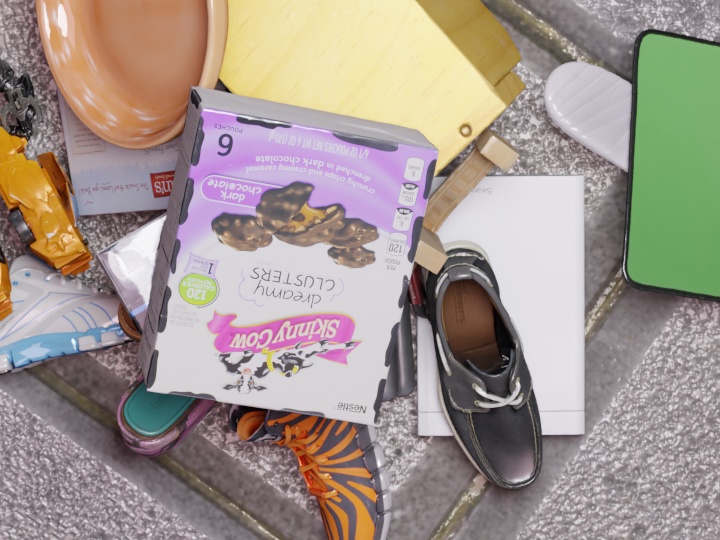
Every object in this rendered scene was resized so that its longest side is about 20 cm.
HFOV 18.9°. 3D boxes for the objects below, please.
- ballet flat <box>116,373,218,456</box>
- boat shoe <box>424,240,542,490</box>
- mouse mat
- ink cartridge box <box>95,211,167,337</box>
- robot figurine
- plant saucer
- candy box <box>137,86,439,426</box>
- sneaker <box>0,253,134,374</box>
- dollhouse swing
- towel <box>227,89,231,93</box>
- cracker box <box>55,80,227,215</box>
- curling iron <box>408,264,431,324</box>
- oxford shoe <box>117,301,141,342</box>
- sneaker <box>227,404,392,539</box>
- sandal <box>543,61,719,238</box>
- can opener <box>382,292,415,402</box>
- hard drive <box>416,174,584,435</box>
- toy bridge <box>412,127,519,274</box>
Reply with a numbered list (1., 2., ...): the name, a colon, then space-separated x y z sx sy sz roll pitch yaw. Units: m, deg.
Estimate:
1. ballet flat: -0.110 0.064 1.654 0.069 0.071 0.200 40 74 11
2. boat shoe: 0.093 0.080 1.628 0.071 0.068 0.202 -17 109 -4
3. mouse mat: 0.273 -0.075 1.641 0.159 0.008 0.202 9 78 -21
4. ink cartridge box: -0.081 -0.019 1.550 0.199 0.039 0.100 -31 90 -9
5. robot figurine: -0.290 -0.069 1.639 0.144 0.058 0.201 -29 72 -2
6. plant saucer: -0.157 -0.188 1.528 0.199 0.037 0.202 13 109 43
7. candy box: -0.052 -0.008 1.478 0.166 0.072 0.202 9 104 -14
8. sneaker: -0.230 0.026 1.661 0.198 0.075 0.088 -13 87 0
9. dollhouse swing: 0.005 -0.163 1.600 0.182 0.176 0.200 -43 93 4
10. towel: -0.096 -0.121 1.643 0.146 0.050 0.202 -17 90 19
11. cracker box: -0.166 -0.146 1.617 0.133 0.057 0.202 -2 99 42
12. curling iron: 0.039 -0.055 1.653 0.049 0.026 0.202 -18 93 3
13. oxford shoe: -0.089 0.000 1.605 0.198 0.071 0.072 -18 65 -1
14. sneaker: -0.044 0.135 1.636 0.111 0.077 0.202 -13 97 -39
15. sandal: 0.220 -0.093 1.658 0.206 0.059 0.080 32 71 -14
16. can opener: 0.000 0.000 1.677 0.066 0.053 0.202 -2 94 32
17. hard drive: 0.109 0.027 1.682 0.130 0.027 0.202 0 93 0
18. toy bridge: 0.047 -0.018 1.598 0.027 0.067 0.201 31 102 -14
